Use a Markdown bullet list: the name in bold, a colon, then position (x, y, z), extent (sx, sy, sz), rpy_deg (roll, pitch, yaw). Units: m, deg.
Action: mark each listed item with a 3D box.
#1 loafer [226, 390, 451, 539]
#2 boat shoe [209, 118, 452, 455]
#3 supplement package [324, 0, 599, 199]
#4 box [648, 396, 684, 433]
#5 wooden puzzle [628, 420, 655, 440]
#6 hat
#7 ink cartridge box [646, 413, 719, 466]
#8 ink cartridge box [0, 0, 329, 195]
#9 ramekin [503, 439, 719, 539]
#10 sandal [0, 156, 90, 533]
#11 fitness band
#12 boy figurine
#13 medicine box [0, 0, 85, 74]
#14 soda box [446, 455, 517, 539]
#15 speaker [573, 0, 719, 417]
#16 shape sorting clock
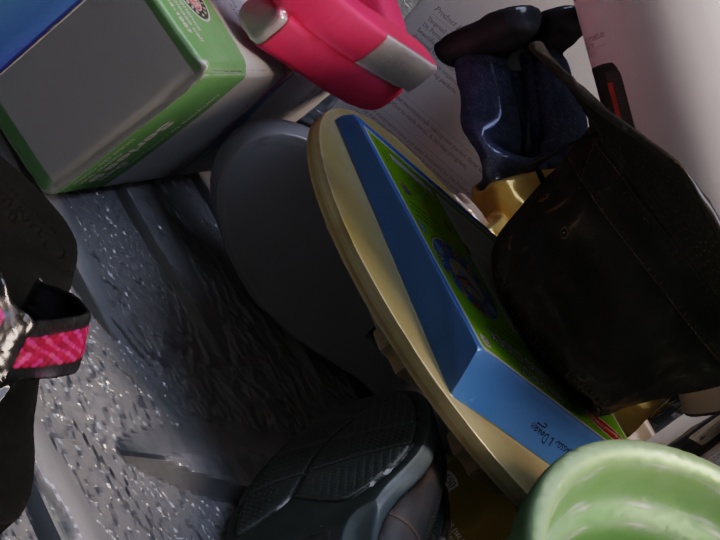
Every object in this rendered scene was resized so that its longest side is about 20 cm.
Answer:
- **loafer**: position (-0.007, 0.107, 0.628), extent (0.200, 0.071, 0.063), rpy_deg (-64, 135, -66)
- **boat shoe**: position (0.000, 0.000, 0.835), extent (0.200, 0.071, 0.070), rpy_deg (44, 10, -33)
- **supplement package**: position (0.122, -0.090, 0.993), extent (0.191, 0.200, 0.147), rpy_deg (41, 2, 5)
- **box**: position (0.237, 0.149, 1.092), extent (0.159, 0.048, 0.200), rpy_deg (51, 0, -7)
- **wooden puzzle**: position (0.111, 0.106, 0.976), extent (0.200, 0.037, 0.186), rpy_deg (15, 42, -57)
- **hat**: position (0.100, 0.006, 0.721), extent (0.201, 0.081, 0.201), rpy_deg (52, 5, -6)
- **ink cartridge box**: position (0.197, 0.136, 0.862), extent (0.145, 0.084, 0.200), rpy_deg (56, 3, 0)
- **ink cartridge box**: position (-0.096, -0.117, 0.776), extent (0.146, 0.087, 0.200), rpy_deg (55, 19, 4)
- **ramekin**: position (0.105, 0.163, 0.613), extent (0.199, 0.098, 0.201), rpy_deg (29, 31, -20)
- **sandal**: position (-0.111, 0.005, 0.566), extent (0.075, 0.045, 0.200), rpy_deg (46, 18, -21)
- **fitness band**: position (-0.035, -0.138, 0.778), extent (0.144, 0.037, 0.200), rpy_deg (59, 16, 25)
- **boy figurine**: position (0.086, -0.018, 0.869), extent (0.124, 0.064, 0.201), rpy_deg (-2, 76, -40)
- **medicine box**: position (-0.158, -0.146, 0.508), extent (0.200, 0.182, 0.103), rpy_deg (39, 22, -36)
- **soda box**: position (0.108, 0.153, 0.809), extent (0.201, 0.068, 0.064), rpy_deg (55, 17, 7)
- **speaker**: position (0.158, -0.042, 0.850), extent (0.081, 0.081, 0.201), rpy_deg (-15, 90, -72)
- **shape sorting clock**: position (0.042, 0.023, 0.734), extent (0.200, 0.039, 0.200), rpy_deg (49, 14, -16)
